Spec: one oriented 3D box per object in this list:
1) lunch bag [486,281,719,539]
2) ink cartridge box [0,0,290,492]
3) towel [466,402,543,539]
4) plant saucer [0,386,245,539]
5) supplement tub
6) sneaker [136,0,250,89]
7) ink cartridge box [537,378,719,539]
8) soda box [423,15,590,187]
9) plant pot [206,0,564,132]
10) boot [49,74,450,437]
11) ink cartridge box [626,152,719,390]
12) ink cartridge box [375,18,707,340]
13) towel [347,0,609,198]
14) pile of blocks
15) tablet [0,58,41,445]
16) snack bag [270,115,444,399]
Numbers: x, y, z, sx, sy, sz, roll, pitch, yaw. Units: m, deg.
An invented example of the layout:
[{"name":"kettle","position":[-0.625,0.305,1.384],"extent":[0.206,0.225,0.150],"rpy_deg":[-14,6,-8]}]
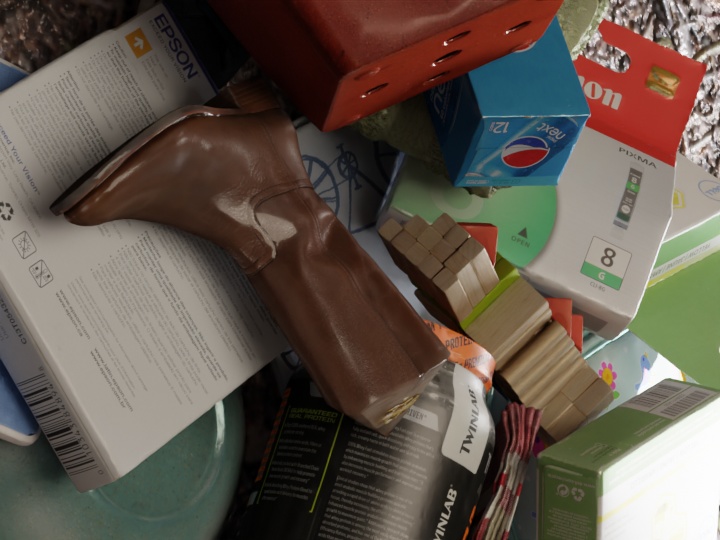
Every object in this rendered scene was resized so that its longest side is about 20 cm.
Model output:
[{"name":"lunch bag","position":[0.161,0.094,1.740],"extent":[0.200,0.077,0.161],"rpy_deg":[-31,109,-45]},{"name":"ink cartridge box","position":[-0.125,-0.016,1.443],"extent":[0.200,0.043,0.197],"rpy_deg":[-37,101,-47]},{"name":"towel","position":[0.052,0.185,1.588],"extent":[0.023,0.144,0.200],"rpy_deg":[20,66,-5]},{"name":"plant saucer","position":[-0.123,0.082,1.476],"extent":[0.201,0.039,0.202],"rpy_deg":[9,78,-45]},{"name":"supplement tub","position":[0.001,0.129,1.525],"extent":[0.122,0.122,0.200],"rpy_deg":[31,71,-40]},{"name":"sneaker","position":[-0.050,-0.170,1.554],"extent":[0.075,0.084,0.200],"rpy_deg":[54,51,-27]},{"name":"ink cartridge box","position":[0.154,0.179,1.611],"extent":[0.145,0.048,0.201],"rpy_deg":[-25,121,-50]},{"name":"soda box","position":[0.066,-0.144,1.570],"extent":[0.068,0.064,0.200],"rpy_deg":[-2,53,-19]},{"name":"plant pot","position":[0.008,-0.187,1.438],"extent":[0.200,0.200,0.177],"rpy_deg":[-23,83,-9]},{"name":"boot","position":[-0.049,0.009,1.418],"extent":[0.186,0.064,0.200],"rpy_deg":[-31,90,-49]},{"name":"ink cartridge box","position":[0.195,-0.010,1.724],"extent":[0.145,0.200,0.048],"rpy_deg":[-25,141,-46]},{"name":"ink cartridge box","position":[0.117,-0.080,1.651],"extent":[0.161,0.050,0.200],"rpy_deg":[25,69,-5]},{"name":"towel","position":[0.055,-0.138,1.628],"extent":[0.148,0.037,0.200],"rpy_deg":[27,50,4]},{"name":"pile of blocks","position":[0.085,0.024,1.590],"extent":[0.062,0.082,0.200],"rpy_deg":[-43,128,-7]},{"name":"tablet","position":[-0.202,-0.021,1.407],"extent":[0.130,0.014,0.200],"rpy_deg":[27,59,-38]},{"name":"snack bag","position":[0.000,0.000,1.630],"extent":[0.188,0.021,0.200],"rpy_deg":[-31,109,-43]}]
